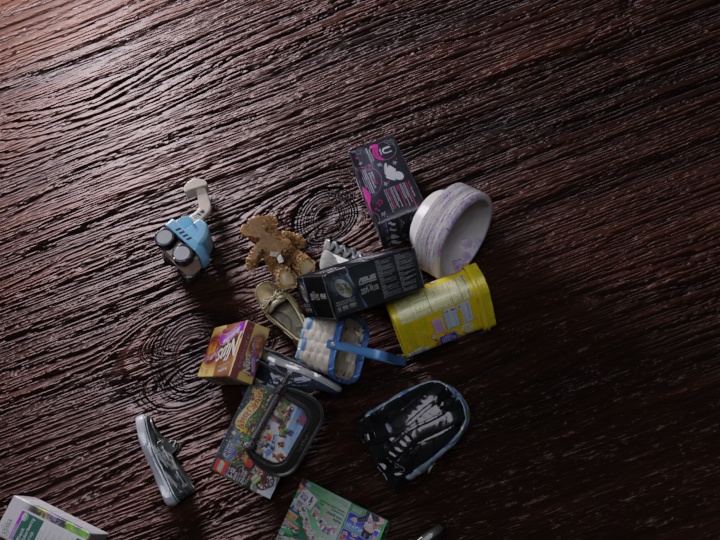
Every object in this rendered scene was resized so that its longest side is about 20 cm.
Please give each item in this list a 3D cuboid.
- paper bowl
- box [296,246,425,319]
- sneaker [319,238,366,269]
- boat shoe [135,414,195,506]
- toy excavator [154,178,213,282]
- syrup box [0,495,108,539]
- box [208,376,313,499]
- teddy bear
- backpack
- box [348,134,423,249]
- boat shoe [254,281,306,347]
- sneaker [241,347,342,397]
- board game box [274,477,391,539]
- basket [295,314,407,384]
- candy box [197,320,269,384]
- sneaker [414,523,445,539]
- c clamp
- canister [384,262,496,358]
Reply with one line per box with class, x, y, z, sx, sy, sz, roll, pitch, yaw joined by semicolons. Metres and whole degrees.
paper bowl;0.181;-0.088;1.342;0.104;0.201;0.201;31;76;31
box;-0.004;0.023;1.256;0.199;0.164;0.087;-18;95;-22
sneaker;0.000;0.000;1.417;0.199;0.075;0.082;24;93;16
boat shoe;-0.404;0.385;1.334;0.071;0.072;0.201;-27;76;-11
toy excavator;-0.396;-0.103;1.518;0.194;0.100;0.200;39;66;19
syrup box;-0.626;0.534;1.299;0.199;0.082;0.079;18;71;15
box;-0.196;0.332;1.276;0.136;0.038;0.201;25;90;-4
teddy bear;-0.190;-0.040;1.463;0.199;0.067;0.145;30;72;16
backpack;0.116;0.299;1.242;0.200;0.154;0.164;-44;64;15
box;0.065;-0.174;1.434;0.114;0.132;0.201;-20;65;0
boat shoe;-0.167;0.094;1.405;0.073;0.063;0.201;-37;67;-6
sneaker;-0.149;0.260;1.333;0.201;0.077;0.147;20;84;5
board game box;-0.055;0.500;1.219;0.199;0.029;0.135;17;72;28
basket;-0.018;0.160;1.293;0.199;0.176;0.140;14;81;20
candy box;-0.266;0.174;1.327;0.056;0.200;0.117;25;70;-25
sneaker;0.105;0.563;1.164;0.114;0.076;0.200;40;83;20
c clamp;-0.164;0.295;1.248;0.170;0.027;0.201;24;89;-9
canister;0.162;0.085;1.303;0.199;0.149;0.087;-21;40;0
